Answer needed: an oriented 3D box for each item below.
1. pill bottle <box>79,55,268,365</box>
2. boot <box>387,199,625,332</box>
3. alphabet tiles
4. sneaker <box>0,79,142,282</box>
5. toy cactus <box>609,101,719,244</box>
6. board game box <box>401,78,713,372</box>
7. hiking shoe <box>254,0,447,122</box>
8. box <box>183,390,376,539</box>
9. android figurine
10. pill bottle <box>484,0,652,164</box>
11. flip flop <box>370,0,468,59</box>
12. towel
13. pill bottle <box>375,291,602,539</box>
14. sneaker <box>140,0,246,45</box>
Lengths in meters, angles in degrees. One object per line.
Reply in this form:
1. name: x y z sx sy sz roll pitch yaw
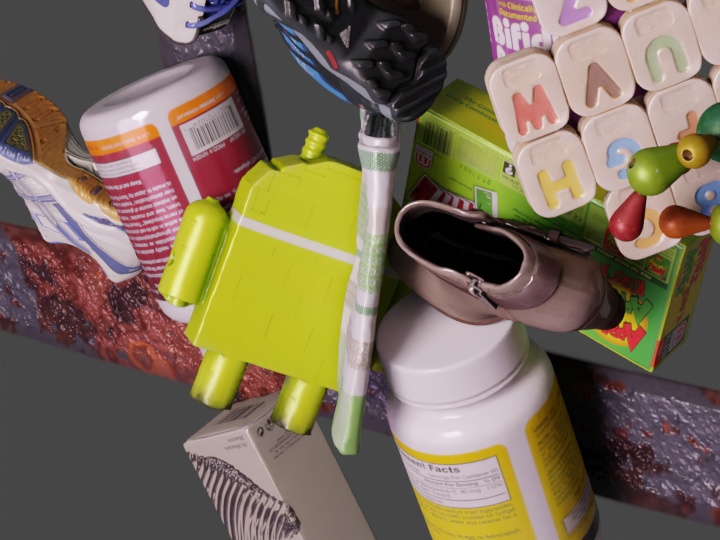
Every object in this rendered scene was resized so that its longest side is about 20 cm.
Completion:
1. pill bottle: -0.108 -0.037 1.632 0.112 0.113 0.201 -9 109 43
2. boot: 0.064 -0.010 1.400 0.199 0.146 0.071 14 85 36
3. alphabet tiles: 0.175 -0.106 1.316 0.199 0.015 0.197 -21 116 1
4. sneaker: -0.236 -0.064 1.754 0.200 0.075 0.088 37 135 17
5. toy cactus: 0.244 -0.069 1.292 0.198 0.102 0.166 9 103 -2
6. board game box: 0.122 -0.030 1.486 0.199 0.048 0.102 30 133 24
7. hiking shoe: -0.036 -0.165 1.431 0.200 0.075 0.086 51 157 -26
8. box: -0.046 0.194 1.758 0.082 0.068 0.201 -17 103 45
9. android figurine: -0.041 0.005 1.577 0.041 0.181 0.201 -142 70 -69
10. pill bottle: 0.125 -0.166 1.351 0.112 0.112 0.201 9 122 36
11. flip flop: 0.021 -0.218 1.447 0.081 0.057 0.201 18 127 31
12. towel: 0.000 0.000 1.492 0.030 0.149 0.202 8 104 1
13. pill bottle: 0.083 0.111 1.536 0.114 0.114 0.201 9 133 36
14. sneaker: -0.095 -0.213 1.544 0.199 0.080 0.116 2 121 48
